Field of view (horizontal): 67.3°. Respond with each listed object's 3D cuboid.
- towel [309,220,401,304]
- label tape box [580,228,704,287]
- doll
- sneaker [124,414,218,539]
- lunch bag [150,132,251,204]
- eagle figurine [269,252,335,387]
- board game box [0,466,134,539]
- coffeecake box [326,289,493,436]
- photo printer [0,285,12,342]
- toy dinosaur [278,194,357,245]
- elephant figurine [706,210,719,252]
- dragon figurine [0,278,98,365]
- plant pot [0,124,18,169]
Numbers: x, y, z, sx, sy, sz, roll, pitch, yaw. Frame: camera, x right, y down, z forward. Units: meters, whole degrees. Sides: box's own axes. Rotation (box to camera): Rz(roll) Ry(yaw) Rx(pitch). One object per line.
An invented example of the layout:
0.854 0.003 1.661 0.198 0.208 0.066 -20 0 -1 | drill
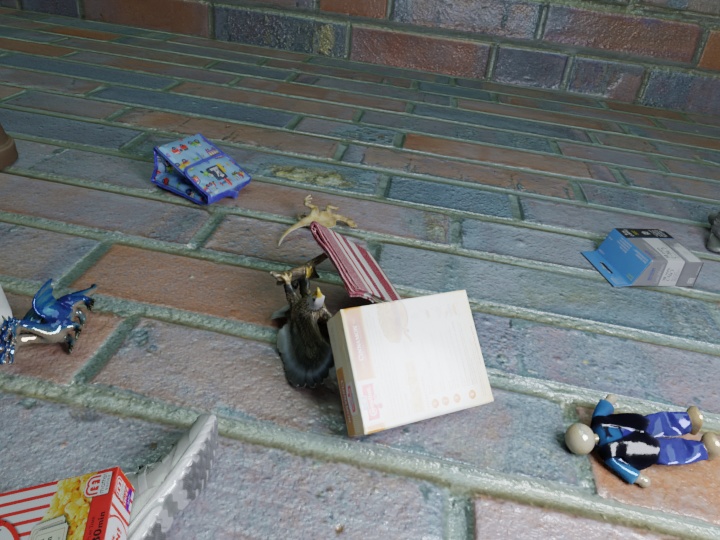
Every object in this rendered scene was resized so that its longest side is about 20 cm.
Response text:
0.000 0.000 0.906 0.146 0.023 0.199 57 15 27 | towel
0.607 -0.031 1.174 0.192 0.065 0.146 0 32 -12 | label tape box
0.372 0.225 0.739 0.192 0.050 0.139 -3 42 -4 | doll
-0.223 0.227 0.587 0.079 0.077 0.201 17 34 12 | sneaker
-0.365 -0.221 1.269 0.196 0.096 0.150 32 36 14 | lunch bag
-0.065 0.079 0.835 0.149 0.151 0.204 -34 73 7 | eagle figurine
-0.311 0.274 0.471 0.192 0.047 0.154 -12 41 -4 | board game box
0.066 0.123 0.739 0.193 0.073 0.159 -7 75 -22 | coffeecake box
-0.589 0.039 0.755 0.198 0.071 0.164 37 10 38 | photo printer
-0.100 -0.113 1.163 0.194 0.060 0.101 -12 38 -28 | toy dinosaur
0.900 -0.092 1.298 0.143 0.155 0.198 -53 40 -6 | elephant figurine
-0.449 0.057 0.788 0.097 0.059 0.204 29 33 -24 | dragon figurine
-0.908 -0.336 1.233 0.192 0.180 0.203 5 30 -3 | plant pot
